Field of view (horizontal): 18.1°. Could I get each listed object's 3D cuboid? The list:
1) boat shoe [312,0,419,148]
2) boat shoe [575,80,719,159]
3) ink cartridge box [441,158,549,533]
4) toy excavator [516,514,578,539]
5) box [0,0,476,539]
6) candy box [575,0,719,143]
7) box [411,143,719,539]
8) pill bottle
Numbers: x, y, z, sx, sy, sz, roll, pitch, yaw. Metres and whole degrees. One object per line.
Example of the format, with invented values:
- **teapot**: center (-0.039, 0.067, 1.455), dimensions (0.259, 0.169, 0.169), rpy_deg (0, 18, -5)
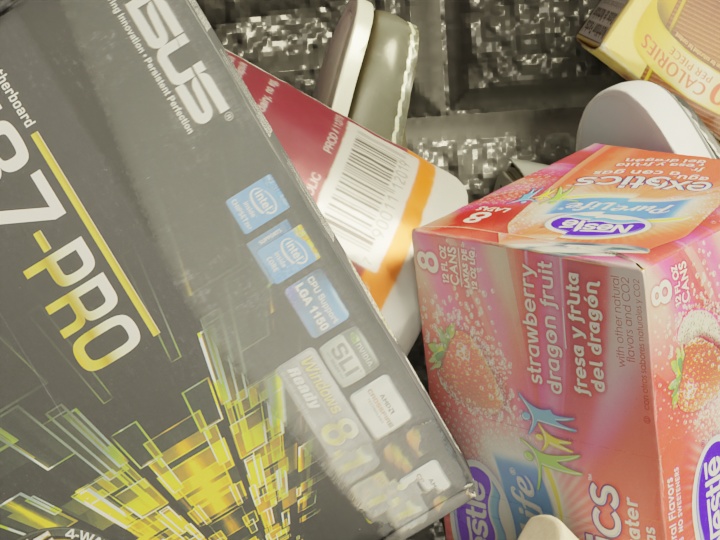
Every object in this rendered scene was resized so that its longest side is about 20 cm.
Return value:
- **boat shoe**: center (0.000, -0.001, 0.857), dimensions (0.060, 0.072, 0.204), rpy_deg (9, 105, -4)
- **boat shoe**: center (0.143, 0.022, 0.785), dimensions (0.066, 0.070, 0.201), rpy_deg (-23, 84, -32)
- **ink cartridge box**: center (0.138, 0.049, 0.865), dimensions (0.198, 0.088, 0.147), rpy_deg (11, 99, -4)
- **toy excavator**: center (-0.027, 0.143, 0.717), dimensions (0.200, 0.194, 0.100), rpy_deg (-48, 111, -9)
- **box**: center (-0.082, 0.020, 0.682), dimensions (0.160, 0.049, 0.201), rpy_deg (-30, 98, 1)
- **candy box**: center (0.187, -0.133, 0.854), dimensions (0.116, 0.056, 0.201), rpy_deg (34, 97, -9)
- **box**: center (0.090, 0.071, 0.731), dimensions (0.102, 0.094, 0.202), rpy_deg (-26, 116, -42)
- **pill bottle**: center (-0.074, -0.025, 0.756), dimensions (0.199, 0.114, 0.115), rpy_deg (28, 97, -5)
